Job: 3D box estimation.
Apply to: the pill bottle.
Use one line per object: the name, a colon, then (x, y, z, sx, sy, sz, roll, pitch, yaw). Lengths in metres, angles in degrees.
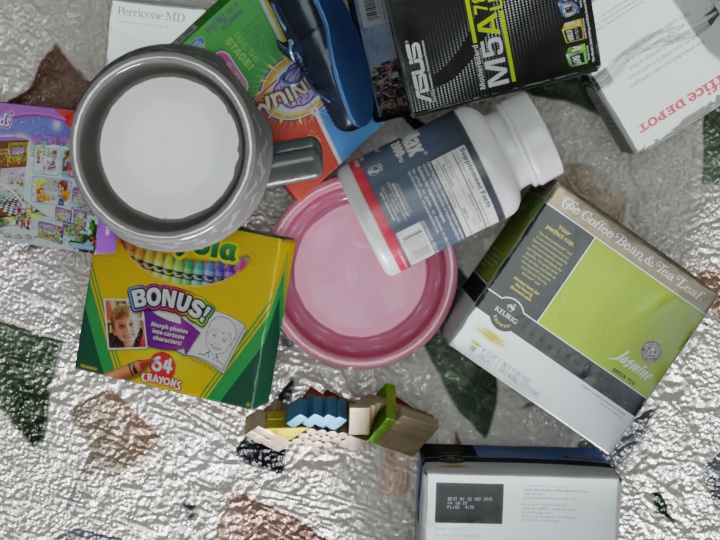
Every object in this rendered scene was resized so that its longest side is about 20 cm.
pill bottle: (0.089, -0.090, 1.501, 0.199, 0.120, 0.120, -27, 96, 2)

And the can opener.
can opener: (-0.132, -0.085, 1.510, 0.199, 0.053, 0.067, -15, 121, 5)

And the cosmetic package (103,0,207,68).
cosmetic package: (-0.211, -0.170, 1.561, 0.101, 0.074, 0.202, 5, 97, -3)

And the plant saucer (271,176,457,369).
plant saucer: (0.000, 0.000, 1.594, 0.199, 0.051, 0.202, 0, 95, -1)

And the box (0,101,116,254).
box: (-0.331, -0.097, 1.542, 0.199, 0.039, 0.138, 9, 97, 24)

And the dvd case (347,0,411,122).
dvd case: (0.095, -0.232, 1.507, 0.199, 0.018, 0.143, -13, 120, 0)

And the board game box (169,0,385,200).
board game box: (-0.072, -0.194, 1.532, 0.153, 0.040, 0.200, -43, 113, -3)

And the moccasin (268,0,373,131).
moccasin: (-0.046, -0.227, 1.474, 0.068, 0.080, 0.201, -16, 95, 29)

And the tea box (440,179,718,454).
tea box: (0.216, 0.040, 1.561, 0.199, 0.134, 0.197, 35, 95, -5)

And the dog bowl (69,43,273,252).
dog bowl: (-0.182, -0.115, 1.449, 0.198, 0.059, 0.202, 0, 94, 2)

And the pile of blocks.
pile of blocks: (-0.020, 0.142, 1.598, 0.198, 0.062, 0.082, 2, 138, -4)

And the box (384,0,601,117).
box: (0.118, -0.262, 1.456, 0.192, 0.048, 0.201, -14, 119, -1)

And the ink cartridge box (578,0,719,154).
ink cartridge box: (0.283, -0.239, 1.559, 0.145, 0.084, 0.201, -31, 95, 2)

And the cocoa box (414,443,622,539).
cocoa box: (0.157, 0.256, 1.583, 0.198, 0.131, 0.134, 2, 96, -2)

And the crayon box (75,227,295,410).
crayon box: (-0.178, 0.033, 1.563, 0.199, 0.058, 0.174, 11, 97, 15)
